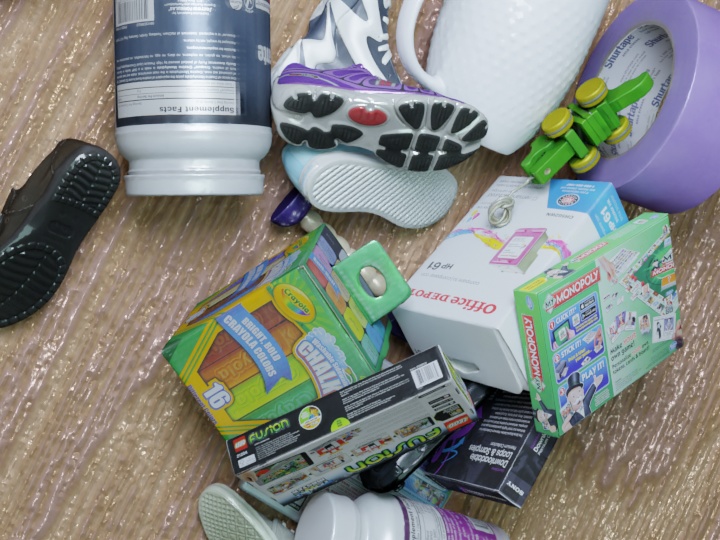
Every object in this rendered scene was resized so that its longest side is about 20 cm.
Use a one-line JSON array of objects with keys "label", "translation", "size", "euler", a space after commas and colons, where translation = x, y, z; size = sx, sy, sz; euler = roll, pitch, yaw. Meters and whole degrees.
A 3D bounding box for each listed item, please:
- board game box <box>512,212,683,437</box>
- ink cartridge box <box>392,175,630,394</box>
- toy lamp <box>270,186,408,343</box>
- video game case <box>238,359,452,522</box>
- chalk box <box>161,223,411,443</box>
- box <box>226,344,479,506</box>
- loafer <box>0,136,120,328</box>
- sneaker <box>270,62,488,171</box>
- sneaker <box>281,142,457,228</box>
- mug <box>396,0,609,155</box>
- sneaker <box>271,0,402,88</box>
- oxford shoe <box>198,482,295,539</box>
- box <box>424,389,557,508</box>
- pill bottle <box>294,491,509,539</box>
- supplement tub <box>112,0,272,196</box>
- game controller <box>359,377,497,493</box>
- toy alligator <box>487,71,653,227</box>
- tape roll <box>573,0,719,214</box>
[{"label": "board game box", "translation": [0.220, 0.044, 0.941], "size": [0.199, 0.029, 0.136], "euler": [-26, 111, -36]}, {"label": "ink cartridge box", "translation": [0.145, 0.006, 0.985], "size": [0.200, 0.144, 0.085], "euler": [-49, 124, -26]}, {"label": "toy lamp", "translation": [0.000, 0.000, 1.022], "size": [0.200, 0.058, 0.058], "euler": [41, 82, -14]}, {"label": "video game case", "translation": [0.006, 0.186, 1.053], "size": [0.199, 0.022, 0.183], "euler": [33, 84, -15]}, {"label": "chalk box", "translation": [-0.052, 0.051, 0.935], "size": [0.199, 0.124, 0.125], "euler": [-32, 102, 17]}, {"label": "box", "translation": [-0.004, 0.138, 0.903], "size": [0.198, 0.110, 0.035], "euler": [-25, 59, 7]}, {"label": "loafer", "translation": [-0.291, -0.035, 0.936], "size": [0.200, 0.071, 0.073], "euler": [-49, 136, 3]}, {"label": "sneaker", "translation": [0.020, -0.150, 0.932], "size": [0.198, 0.084, 0.081], "euler": [11, 135, -13]}, {"label": "sneaker", "translation": [0.010, -0.096, 1.006], "size": [0.199, 0.082, 0.074], "euler": [10, 118, -44]}, {"label": "mug", "translation": [0.118, -0.215, 0.986], "size": [0.199, 0.147, 0.177], "euler": [15, 104, -36]}, {"label": "sneaker", "translation": [0.014, -0.214, 1.001], "size": [0.129, 0.079, 0.200], "euler": [37, 83, -16]}, {"label": "oxford shoe", "translation": [-0.080, 0.279, 1.019], "size": [0.200, 0.075, 0.058], "euler": [45, 40, -6]}, {"label": "box", "translation": [0.153, 0.128, 1.012], "size": [0.036, 0.143, 0.201], "euler": [39, 72, -17]}, {"label": "pill bottle", "translation": [0.040, 0.275, 0.994], "size": [0.198, 0.112, 0.113], "euler": [20, 88, -23]}, {"label": "supplement tub", "translation": [-0.148, -0.168, 0.924], "size": [0.139, 0.140, 0.203], "euler": [-1, 94, -16]}, {"label": "game controller", "translation": [0.079, 0.138, 1.004], "size": [0.200, 0.104, 0.042], "euler": [-41, 86, -15]}, {"label": "toy alligator", "translation": [0.188, -0.121, 0.988], "size": [0.200, 0.054, 0.059], "euler": [-42, 116, 5]}, {"label": "tape roll", "translation": [0.294, -0.163, 1.021], "size": [0.084, 0.200, 0.202], "euler": [17, 89, -20]}]
